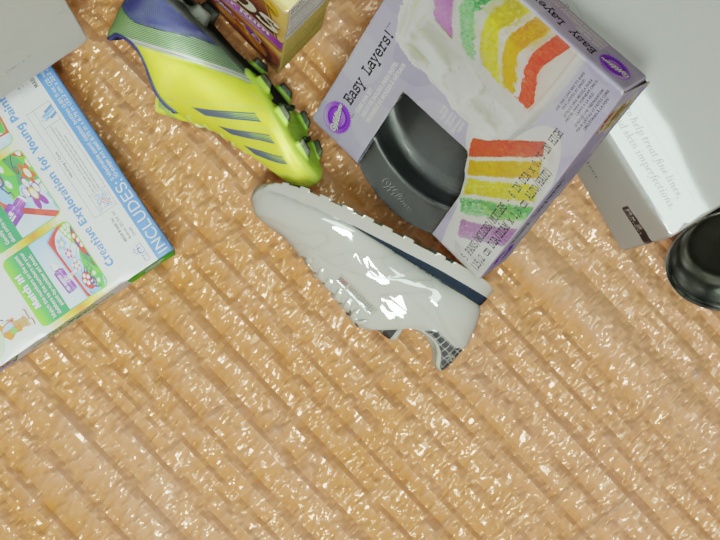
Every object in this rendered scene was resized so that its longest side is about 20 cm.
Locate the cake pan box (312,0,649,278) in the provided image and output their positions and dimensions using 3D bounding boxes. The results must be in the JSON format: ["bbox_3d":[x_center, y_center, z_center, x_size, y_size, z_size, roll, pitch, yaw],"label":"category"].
[{"bbox_3d":[0.078,-0.121,0.981,0.184,0.052,0.200,46,128,12],"label":"cake pan box"}]

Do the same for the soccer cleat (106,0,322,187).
[{"bbox_3d":[-0.109,-0.132,1.034,0.084,0.065,0.200,-42,93,12],"label":"soccer cleat"}]

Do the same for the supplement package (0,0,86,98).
[{"bbox_3d":[-0.320,-0.224,0.944,0.151,0.151,0.201,-35,75,-6],"label":"supplement package"}]

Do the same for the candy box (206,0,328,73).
[{"bbox_3d":[-0.079,-0.217,0.965,0.117,0.200,0.056,45,83,-1],"label":"candy box"}]

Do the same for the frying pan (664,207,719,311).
[{"bbox_3d":[0.328,-0.003,1.051,0.188,0.115,0.031,13,47,-8],"label":"frying pan"}]

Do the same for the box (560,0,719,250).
[{"bbox_3d":[0.244,-0.153,1.029,0.199,0.131,0.200,-32,90,-7],"label":"box"}]

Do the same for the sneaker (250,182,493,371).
[{"bbox_3d":[0.000,0.000,1.028,0.199,0.076,0.081,28,94,-2],"label":"sneaker"}]

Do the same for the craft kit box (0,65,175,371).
[{"bbox_3d":[-0.273,-0.040,1.015,0.197,0.049,0.201,-33,90,-9],"label":"craft kit box"}]
